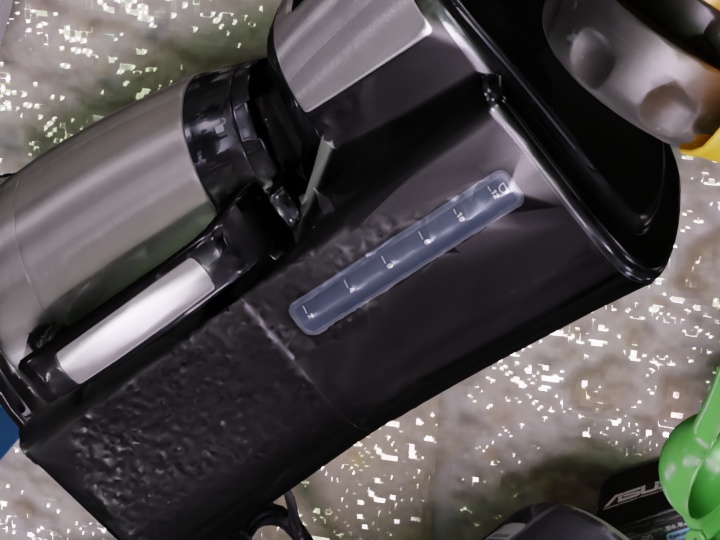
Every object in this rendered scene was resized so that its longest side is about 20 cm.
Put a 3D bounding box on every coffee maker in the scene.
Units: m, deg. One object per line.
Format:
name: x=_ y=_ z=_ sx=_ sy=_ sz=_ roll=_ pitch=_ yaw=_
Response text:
coffee maker: x=0.000 y=0.000 z=0.715 sx=0.200 sy=0.135 sz=0.192 roll=-31 pitch=128 yaw=24

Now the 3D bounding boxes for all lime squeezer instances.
lime squeezer: x=0.133 y=0.081 z=0.704 sx=0.070 sy=0.038 sz=0.201 roll=-8 pitch=113 yaw=38

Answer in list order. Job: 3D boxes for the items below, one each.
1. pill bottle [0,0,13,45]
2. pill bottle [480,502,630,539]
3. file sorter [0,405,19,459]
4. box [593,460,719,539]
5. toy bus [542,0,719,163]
pill bottle: x=-0.213 y=-0.109 z=0.709 sx=0.199 sy=0.109 sz=0.109 roll=16 pitch=116 yaw=5
pill bottle: x=0.015 y=0.169 z=0.712 sx=0.106 sy=0.200 sz=0.106 roll=41 pitch=151 yaw=29
file sorter: x=-0.215 y=0.081 z=0.746 sx=0.123 sy=0.200 sz=0.139 roll=42 pitch=116 yaw=-5
box: x=0.203 y=0.132 z=0.760 sx=0.199 sy=0.048 sz=0.194 roll=-20 pitch=109 yaw=20
toy bus: x=0.141 y=-0.108 z=0.617 sx=0.191 sy=0.200 sz=0.136 roll=15 pitch=119 yaw=-33
